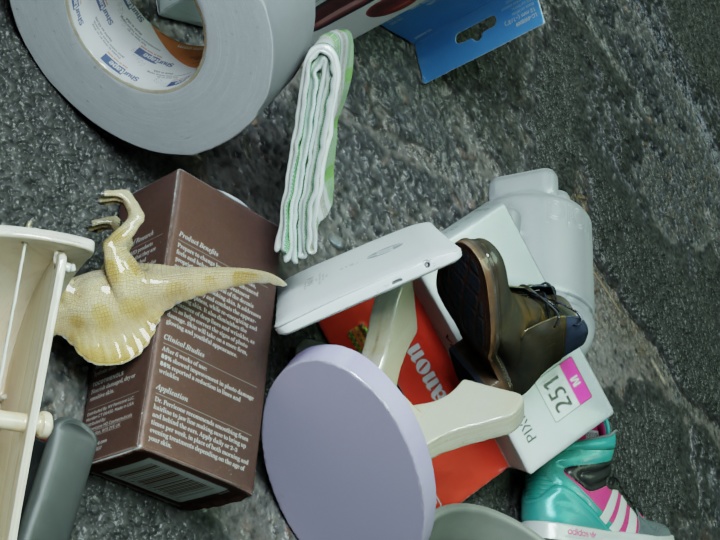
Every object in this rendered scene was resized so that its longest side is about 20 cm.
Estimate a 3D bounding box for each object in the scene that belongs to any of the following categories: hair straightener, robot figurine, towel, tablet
[{"bbox_3d":[-0.185,0.174,0.771,0.041,0.076,0.202,38,48,-34],"label":"hair straightener"},{"bbox_3d":[0.150,0.011,1.210,0.170,0.112,0.202,41,44,-51],"label":"robot figurine"},{"bbox_3d":[-0.025,-0.098,0.994,0.200,0.030,0.151,-70,171,-76],"label":"towel"},{"bbox_3d":[0.000,0.000,0.954,0.200,0.129,0.014,-113,180,-82],"label":"tablet"}]

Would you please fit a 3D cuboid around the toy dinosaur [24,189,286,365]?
[{"bbox_3d":[-0.150,0.007,0.855,0.058,0.198,0.102,86,-13,-74],"label":"toy dinosaur"}]

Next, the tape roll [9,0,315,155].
[{"bbox_3d":[-0.132,-0.178,0.893,0.201,0.199,0.066,54,42,-17],"label":"tape roll"}]

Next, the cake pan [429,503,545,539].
[{"bbox_3d":[0.115,0.266,1.036,0.199,0.037,0.201,29,27,-16],"label":"cake pan"}]

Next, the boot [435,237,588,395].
[{"bbox_3d":[0.114,0.024,0.997,0.075,0.096,0.201,52,-16,32],"label":"boot"}]

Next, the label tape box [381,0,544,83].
[{"bbox_3d":[0.064,-0.287,1.218,0.066,0.142,0.202,-10,82,-51],"label":"label tape box"}]

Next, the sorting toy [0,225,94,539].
[{"bbox_3d":[-0.254,0.067,0.725,0.178,0.107,0.203,13,80,-28],"label":"sorting toy"}]

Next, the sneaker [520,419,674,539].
[{"bbox_3d":[0.216,0.194,1.237,0.199,0.083,0.122,18,70,-43],"label":"sneaker"}]

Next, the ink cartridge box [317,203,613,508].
[{"bbox_3d":[0.086,0.076,1.091,0.173,0.043,0.201,-33,100,-18],"label":"ink cartridge box"}]

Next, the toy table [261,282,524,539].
[{"bbox_3d":[0.011,0.111,0.968,0.117,0.182,0.202,-49,154,-44],"label":"toy table"}]

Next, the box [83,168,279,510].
[{"bbox_3d":[-0.118,0.047,0.912,0.100,0.074,0.202,30,54,-38],"label":"box"}]

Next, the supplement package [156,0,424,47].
[{"bbox_3d":[-0.035,-0.283,1.055,0.190,0.199,0.149,4,71,-48],"label":"supplement package"}]
